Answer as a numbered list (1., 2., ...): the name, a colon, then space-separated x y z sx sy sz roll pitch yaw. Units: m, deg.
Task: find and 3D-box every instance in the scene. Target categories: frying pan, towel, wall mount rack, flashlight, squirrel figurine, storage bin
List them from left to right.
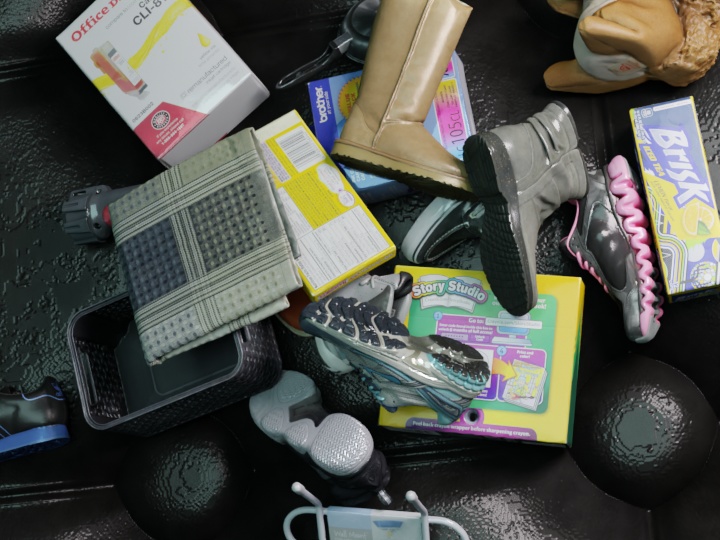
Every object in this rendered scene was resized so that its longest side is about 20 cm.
1. flashlight: -0.239 -0.064 1.620 0.199 0.068 0.068 -10 33 28
2. storage bin: -0.200 0.085 1.568 0.199 0.094 0.136 -23 71 20
3. towel: -0.159 -0.024 1.507 0.200 0.035 0.193 -26 68 21
4. frying pan: -0.007 -0.264 1.617 0.189 0.031 0.115 -10 49 5
5. wall mount rack: 0.007 0.268 1.484 0.199 0.075 0.174 2 122 13
6. squirrel figurine: 0.297 -0.295 1.544 0.199 0.142 0.187 5 70 -1

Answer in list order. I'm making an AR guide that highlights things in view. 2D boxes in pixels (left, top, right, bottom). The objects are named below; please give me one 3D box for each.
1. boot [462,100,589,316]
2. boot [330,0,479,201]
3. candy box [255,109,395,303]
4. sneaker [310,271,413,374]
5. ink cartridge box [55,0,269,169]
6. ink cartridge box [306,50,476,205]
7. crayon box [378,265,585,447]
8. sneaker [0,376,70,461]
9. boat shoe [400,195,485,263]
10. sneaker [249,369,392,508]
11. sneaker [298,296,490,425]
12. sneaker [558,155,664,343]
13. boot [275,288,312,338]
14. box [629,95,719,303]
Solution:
1. boot: 0.184 -0.063 1.482 0.130 0.068 0.201 -20 106 -29
2. boot: 0.073 -0.188 1.516 0.175 0.066 0.201 19 83 11
3. candy box: -0.059 -0.069 1.519 0.102 0.026 0.200 -30 67 -11
4. sneaker: 0.000 0.000 1.535 0.115 0.075 0.201 -19 78 27
5. ink cartridge box: -0.225 -0.232 1.656 0.145 0.083 0.200 -42 74 3
6. ink cartridge box: 0.024 -0.148 1.592 0.199 0.076 0.137 -13 78 12
7. crayon box: 0.128 0.089 1.534 0.199 0.058 0.173 4 80 15
8. sneaker: -0.423 0.175 1.639 0.199 0.070 0.078 -13 74 4
9. boat shoe: 0.134 -0.065 1.548 0.200 0.072 0.071 -40 71 8
10. sneaker: -0.040 0.185 1.545 0.075 0.114 0.200 -42 38 -14
11. sneaker: 0.024 0.097 1.463 0.199 0.078 0.087 24 115 -3
12. sneaker: 0.257 -0.016 1.522 0.095 0.079 0.201 -14 70 16
13. boot: -0.092 -0.022 1.579 0.075 0.107 0.201 -25 77 5
14. box: 0.331 -0.073 1.515 0.070 0.064 0.201 -12 77 10
